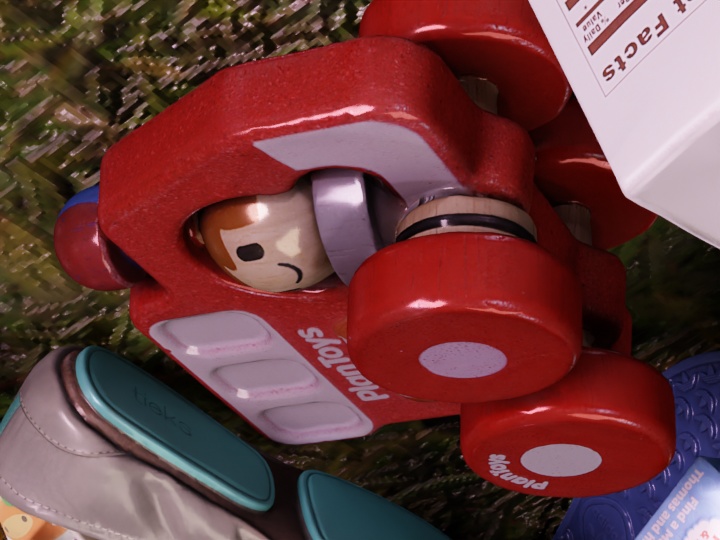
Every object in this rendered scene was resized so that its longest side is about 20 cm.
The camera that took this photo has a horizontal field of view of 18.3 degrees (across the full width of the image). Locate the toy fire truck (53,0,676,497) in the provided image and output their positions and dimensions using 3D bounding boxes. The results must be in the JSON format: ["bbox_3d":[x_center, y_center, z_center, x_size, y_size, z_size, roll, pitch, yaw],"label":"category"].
[{"bbox_3d":[0.000,0.000,0.687,0.167,0.113,0.200,-11,151,23],"label":"toy fire truck"}]

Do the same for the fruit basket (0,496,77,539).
[{"bbox_3d":[-0.103,0.163,0.806,0.199,0.094,0.186,23,98,-38],"label":"fruit basket"}]

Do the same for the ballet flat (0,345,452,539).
[{"bbox_3d":[-0.037,0.093,0.764,0.200,0.067,0.064,32,112,-21],"label":"ballet flat"}]

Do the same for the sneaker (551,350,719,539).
[{"bbox_3d":[0.133,0.100,0.907,0.078,0.070,0.200,-9,144,-36],"label":"sneaker"}]

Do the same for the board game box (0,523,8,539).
[{"bbox_3d":[-0.153,0.130,0.743,0.095,0.030,0.201,-22,103,1],"label":"board game box"}]

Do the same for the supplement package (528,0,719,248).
[{"bbox_3d":[0.131,-0.106,0.529,0.147,0.201,0.191,-41,140,25],"label":"supplement package"}]

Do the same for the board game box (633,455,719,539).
[{"bbox_3d":[0.127,0.139,0.830,0.152,0.037,0.200,-55,154,13],"label":"board game box"}]
